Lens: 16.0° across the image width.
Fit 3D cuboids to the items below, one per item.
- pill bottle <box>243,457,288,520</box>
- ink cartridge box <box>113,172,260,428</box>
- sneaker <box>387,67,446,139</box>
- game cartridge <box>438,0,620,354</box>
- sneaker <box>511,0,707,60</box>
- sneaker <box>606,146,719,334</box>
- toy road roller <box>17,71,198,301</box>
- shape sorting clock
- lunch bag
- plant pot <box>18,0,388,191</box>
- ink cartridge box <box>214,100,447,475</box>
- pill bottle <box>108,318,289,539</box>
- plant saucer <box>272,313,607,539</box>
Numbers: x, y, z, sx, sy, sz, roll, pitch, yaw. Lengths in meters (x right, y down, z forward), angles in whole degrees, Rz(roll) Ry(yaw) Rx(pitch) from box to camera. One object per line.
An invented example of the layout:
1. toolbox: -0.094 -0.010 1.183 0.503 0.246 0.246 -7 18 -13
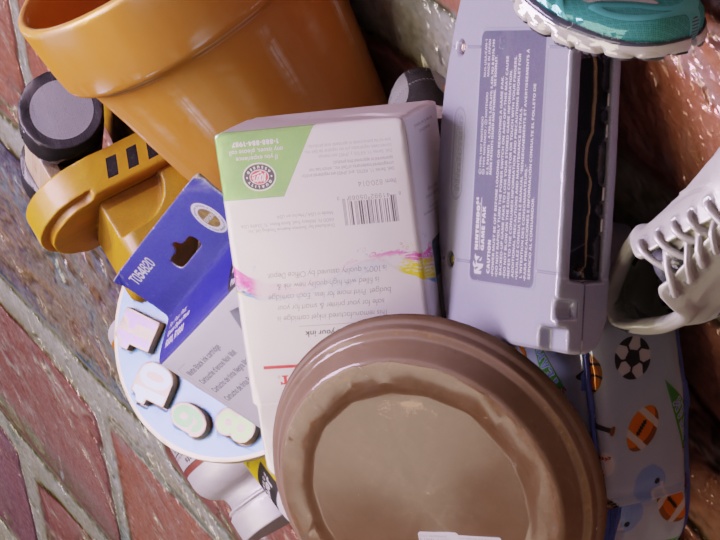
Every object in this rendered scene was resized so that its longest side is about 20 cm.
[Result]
1. pill bottle: -0.033 0.117 1.846 0.200 0.111 0.112 49 154 30
2. ink cartridge box: -0.056 0.041 1.603 0.200 0.041 0.200 34 153 -6
3. sneaker: 0.053 -0.040 1.558 0.201 0.074 0.080 82 176 -46
4. game cartridge: 0.088 -0.061 1.381 0.133 0.041 0.201 9 97 57
5. sneaker: 0.100 -0.178 1.279 0.200 0.077 0.080 50 146 30
6. sneaker: 0.178 -0.013 1.287 0.073 0.071 0.200 57 157 16
7. toy road roller: -0.132 -0.072 1.726 0.146 0.199 0.123 59 164 14
8. shape sorting clock: -0.090 0.036 1.811 0.200 0.200 0.039 49 -166 30
9. lunch bag: 0.114 0.068 1.455 0.160 0.075 0.201 12 107 59
10. plant pot: -0.080 -0.139 1.591 0.184 0.200 0.200 54 162 -22
11. ink cartridge box: -0.006 0.011 1.459 0.067 0.117 0.201 -34 -62 -69
12. pill bottle: -0.103 0.105 1.989 0.201 0.112 0.112 59 158 9
13. plant saucer: 0.038 0.120 1.406 0.199 0.029 0.201 10 117 21
